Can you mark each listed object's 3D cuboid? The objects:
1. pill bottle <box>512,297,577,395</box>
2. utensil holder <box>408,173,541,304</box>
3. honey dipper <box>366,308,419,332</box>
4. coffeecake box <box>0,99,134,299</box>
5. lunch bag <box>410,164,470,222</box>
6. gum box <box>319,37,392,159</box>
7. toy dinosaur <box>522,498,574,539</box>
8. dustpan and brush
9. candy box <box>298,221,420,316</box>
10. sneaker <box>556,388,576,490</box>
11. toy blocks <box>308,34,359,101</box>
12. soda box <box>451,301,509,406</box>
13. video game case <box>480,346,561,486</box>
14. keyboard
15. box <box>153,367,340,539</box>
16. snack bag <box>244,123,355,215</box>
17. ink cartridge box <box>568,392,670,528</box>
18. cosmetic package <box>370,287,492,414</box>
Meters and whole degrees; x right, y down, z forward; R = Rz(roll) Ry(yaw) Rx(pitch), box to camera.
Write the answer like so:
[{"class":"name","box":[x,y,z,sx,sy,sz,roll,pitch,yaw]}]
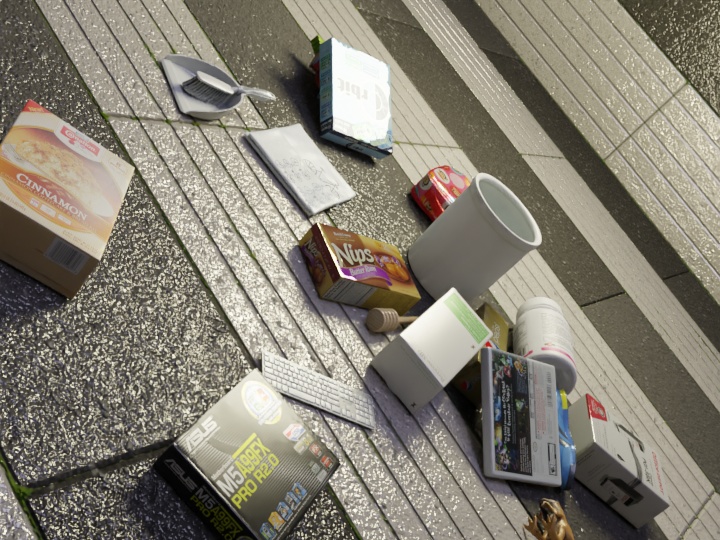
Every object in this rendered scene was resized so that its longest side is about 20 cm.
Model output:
[{"class":"pill bottle","box":[0.346,0.145,1.725,0.113,0.113,0.201,37,29,-16]},{"class":"utensil holder","box":[0.208,-0.049,1.691,0.168,0.200,0.172,33,31,-23]},{"class":"honey dipper","box":[0.079,0.083,1.513,0.198,0.038,0.038,4,48,-55]},{"class":"coffeecake box","box":[-0.364,-0.088,1.067,0.152,0.073,0.202,33,30,-23]},{"class":"lunch bag","box":[0.200,-0.124,1.905,0.201,0.082,0.175,51,28,8]},{"class":"gum box","box":[-0.009,-0.347,1.848,0.168,0.044,0.205,14,66,-42]},{"class":"toy dinosaur","box":[0.307,0.413,1.376,0.105,0.060,0.202,34,30,-26]},{"class":"dustpan and brush","box":[-0.231,-0.307,1.557,0.198,0.057,0.141,13,42,-47]},{"class":"candy box","box":[0.000,0.000,1.488,0.198,0.056,0.118,17,39,-46]},{"class":"sneaker","box":[0.326,0.289,1.581,0.077,0.067,0.203,6,47,-6]},{"class":"toy blocks","box":[-0.042,-0.390,1.915,0.200,0.099,0.138,47,39,-20]},{"class":"soda box","box":[0.211,0.141,1.587,0.064,0.068,0.201,41,28,-11]},{"class":"video game case","box":[0.262,0.241,1.485,0.180,0.023,0.205,18,65,-40]},{"class":"keyboard","box":[-0.055,0.165,1.241,0.198,0.011,0.057,27,33,-33]},{"class":"box","box":[-0.122,0.220,1.038,0.161,0.044,0.200,48,27,1]},{"class":"snack bag","box":[-0.098,-0.186,1.629,0.189,0.021,0.199,50,27,7]},{"class":"ink cartridge box","box":[0.459,0.345,1.655,0.199,0.083,0.148,39,28,-14]},{"class":"cosmetic package","box":[0.115,0.123,1.429,0.108,0.085,0.199,48,35,4]}]
